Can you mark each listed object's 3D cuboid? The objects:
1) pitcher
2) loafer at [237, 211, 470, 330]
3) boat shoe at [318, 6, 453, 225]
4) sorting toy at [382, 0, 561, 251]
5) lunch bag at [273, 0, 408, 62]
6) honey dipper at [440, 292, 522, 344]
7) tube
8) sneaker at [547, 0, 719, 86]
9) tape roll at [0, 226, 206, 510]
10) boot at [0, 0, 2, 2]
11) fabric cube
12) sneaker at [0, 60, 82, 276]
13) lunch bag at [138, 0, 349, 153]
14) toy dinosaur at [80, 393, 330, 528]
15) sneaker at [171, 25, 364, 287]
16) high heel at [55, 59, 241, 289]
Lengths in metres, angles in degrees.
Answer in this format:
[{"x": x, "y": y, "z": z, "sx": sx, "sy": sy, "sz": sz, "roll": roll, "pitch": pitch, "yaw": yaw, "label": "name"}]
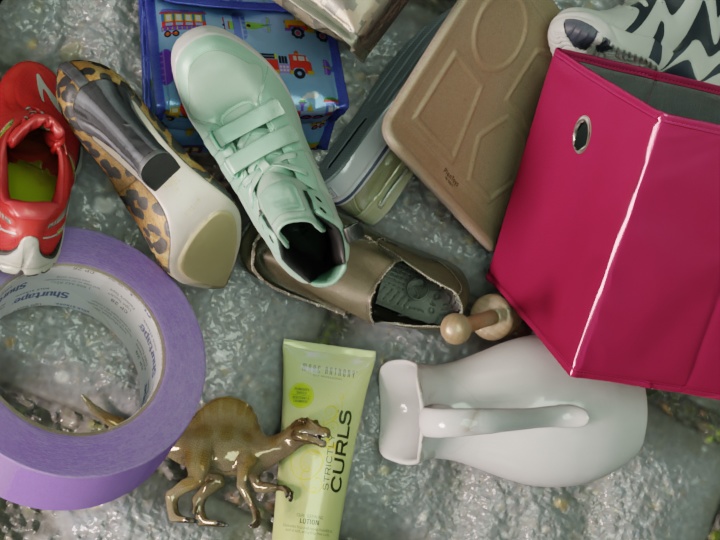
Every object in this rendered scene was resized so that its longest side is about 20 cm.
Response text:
[{"x": 0.126, "y": 0.112, "z": 1.089, "sx": 0.198, "sy": 0.172, "sz": 0.123, "roll": 1, "pitch": 91, "yaw": -12, "label": "pitcher"}, {"x": 0.000, "y": 0.000, "z": 1.113, "sx": 0.198, "sy": 0.070, "sz": 0.076, "roll": 14, "pitch": 99, "yaw": -12, "label": "loafer"}, {"x": 0.042, "y": -0.128, "z": 1.146, "sx": 0.062, "sy": 0.072, "sz": 0.200, "roll": 40, "pitch": 86, "yaw": -27, "label": "boat shoe"}, {"x": 0.104, "y": -0.142, "z": 1.129, "sx": 0.185, "sy": 0.036, "sz": 0.201, "roll": 41, "pitch": 73, "yaw": -47, "label": "sorting toy"}, {"x": -0.033, "y": -0.278, "z": 1.030, "sx": 0.199, "sy": 0.118, "sz": 0.165, "roll": 37, "pitch": 95, "yaw": 2, "label": "lunch bag"}, {"x": 0.090, "y": 0.037, "z": 1.076, "sx": 0.038, "sy": 0.200, "sz": 0.038, "roll": 0, "pitch": 90, "yaw": 16, "label": "honey dipper"}, {"x": -0.038, "y": 0.158, "z": 1.115, "sx": 0.058, "sy": 0.052, "sz": 0.202, "roll": 18, "pitch": 76, "yaw": -45, "label": "tube"}, {"x": 0.236, "y": -0.221, "z": 1.170, "sx": 0.197, "sy": 0.079, "sz": 0.131, "roll": 9, "pitch": 76, "yaw": -28, "label": "sneaker"}, {"x": -0.217, "y": 0.069, "z": 1.025, "sx": 0.198, "sy": 0.066, "sz": 0.202, "roll": 12, "pitch": 57, "yaw": -20, "label": "tape roll"}, {"x": -0.345, "y": -0.248, "z": 1.052, "sx": 0.167, "sy": 0.076, "sz": 0.201, "roll": 29, "pitch": 87, "yaw": -13, "label": "boot"}, {"x": 0.236, "y": -0.036, "z": 1.072, "sx": 0.198, "sy": 0.196, "sz": 0.201, "roll": 10, "pitch": 110, "yaw": -19, "label": "fabric cube"}, {"x": -0.235, "y": -0.090, "z": 1.030, "sx": 0.076, "sy": 0.085, "sz": 0.201, "roll": 6, "pitch": 48, "yaw": -20, "label": "sneaker"}, {"x": -0.100, "y": -0.202, "z": 1.112, "sx": 0.149, "sy": 0.094, "sz": 0.202, "roll": -2, "pitch": 73, "yaw": -15, "label": "lunch bag"}, {"x": -0.121, "y": 0.148, "z": 1.098, "sx": 0.198, "sy": 0.058, "sz": 0.102, "roll": 3, "pitch": 77, "yaw": 6, "label": "toy dinosaur"}, {"x": -0.063, "y": -0.080, "z": 0.997, "sx": 0.073, "sy": 0.118, "sz": 0.201, "roll": -32, "pitch": 111, "yaw": 0, "label": "sneaker"}, {"x": -0.159, "y": -0.073, "z": 1.059, "sx": 0.071, "sy": 0.200, "sz": 0.143, "roll": -38, "pitch": 58, "yaw": -10, "label": "high heel"}]
